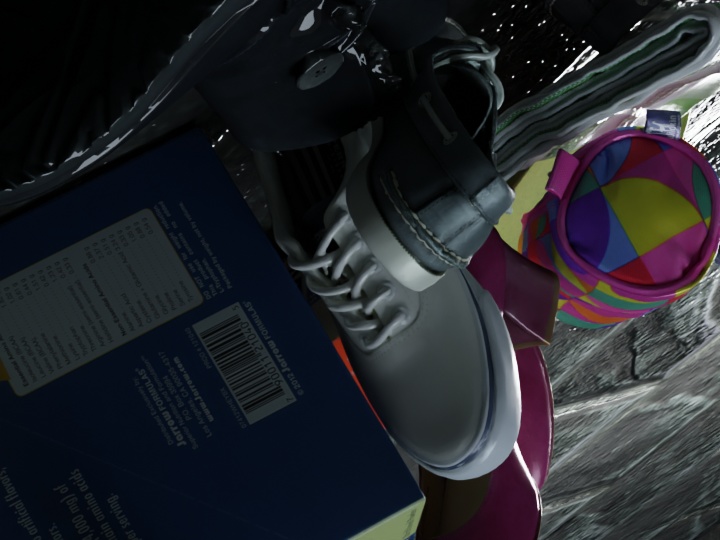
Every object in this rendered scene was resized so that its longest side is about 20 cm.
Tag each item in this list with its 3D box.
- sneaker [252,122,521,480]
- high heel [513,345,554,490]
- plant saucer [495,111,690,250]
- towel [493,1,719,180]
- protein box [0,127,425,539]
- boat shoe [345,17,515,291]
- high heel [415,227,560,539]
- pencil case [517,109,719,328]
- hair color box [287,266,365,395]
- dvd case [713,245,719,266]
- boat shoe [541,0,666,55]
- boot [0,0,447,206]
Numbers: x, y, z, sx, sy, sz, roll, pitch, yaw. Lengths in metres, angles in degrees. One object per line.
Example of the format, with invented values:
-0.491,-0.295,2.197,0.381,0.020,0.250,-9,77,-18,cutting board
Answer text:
0.000,0.000,0.927,0.073,0.201,0.071,-41,151,26,sneaker
0.023,0.022,1.024,0.067,0.201,0.096,-19,-179,41,high heel
0.109,-0.038,1.214,0.200,0.031,0.200,-40,154,-24,plant saucer
0.154,-0.092,1.053,0.149,0.031,0.200,-28,173,34,towel
-0.110,0.085,0.951,0.199,0.199,0.135,-28,161,-14,protein box
0.041,-0.062,0.908,0.062,0.073,0.200,-36,-162,23,boat shoe
0.031,0.067,0.959,0.096,0.201,0.067,28,146,-31,high heel
0.122,-0.019,1.061,0.088,0.089,0.200,-31,174,-5,pencil case
-0.047,0.066,1.154,0.200,0.064,0.111,-41,-155,20,hair color box
0.238,-0.103,1.071,0.146,0.022,0.201,-19,136,-57,dvd case
0.163,-0.144,1.040,0.199,0.063,0.073,-19,158,-39,boat shoe
-0.062,-0.074,0.812,0.200,0.077,0.168,-39,159,0,boot
